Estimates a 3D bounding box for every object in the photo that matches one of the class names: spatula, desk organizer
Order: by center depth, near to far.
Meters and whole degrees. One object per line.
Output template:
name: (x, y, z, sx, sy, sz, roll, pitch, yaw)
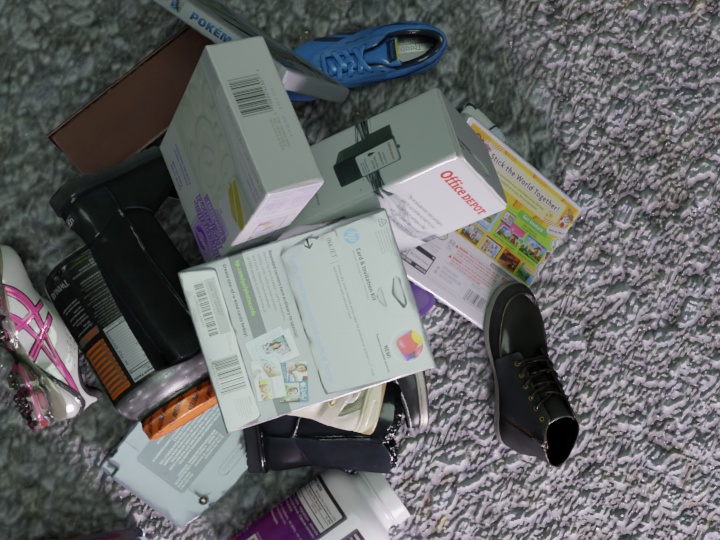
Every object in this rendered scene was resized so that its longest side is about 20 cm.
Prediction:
desk organizer: (-0.220, -0.166, 1.124, 0.200, 0.072, 0.077, -40, 80, -5)
spatula: (0.000, 0.000, 1.142, 0.057, 0.021, 0.200, -37, 54, -22)

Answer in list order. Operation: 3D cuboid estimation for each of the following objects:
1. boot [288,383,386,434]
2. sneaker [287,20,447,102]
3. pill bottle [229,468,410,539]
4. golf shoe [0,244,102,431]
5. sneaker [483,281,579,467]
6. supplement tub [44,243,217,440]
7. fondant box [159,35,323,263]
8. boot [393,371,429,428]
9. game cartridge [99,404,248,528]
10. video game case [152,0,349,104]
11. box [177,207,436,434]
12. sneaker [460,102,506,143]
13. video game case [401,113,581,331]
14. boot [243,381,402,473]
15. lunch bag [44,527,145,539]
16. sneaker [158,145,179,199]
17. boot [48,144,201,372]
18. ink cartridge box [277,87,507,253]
boot: (-0.045, 0.054, 1.037, 0.155, 0.072, 0.200, 9, 97, -8)
sneaker: (-0.003, -0.233, 1.165, 0.200, 0.078, 0.066, -15, 97, -7)
pill bottle: (-0.048, 0.296, 1.165, 0.200, 0.112, 0.112, -34, 98, -6)
golf shoe: (-0.342, 0.064, 1.132, 0.092, 0.073, 0.200, -21, 101, -28)
sneaker: (0.199, 0.114, 1.189, 0.075, 0.106, 0.200, -11, 102, -23)
supplement tub: (-0.226, 0.066, 1.099, 0.123, 0.123, 0.200, -32, 84, -7)
fondant box: (-0.115, -0.099, 0.974, 0.058, 0.200, 0.144, -17, 78, -26)
boot: (-0.015, 0.094, 1.184, 0.154, 0.073, 0.204, -17, 93, -5)
game cartridge: (-0.174, 0.177, 1.178, 0.133, 0.040, 0.200, 40, 86, -6)
video game case: (-0.113, -0.230, 1.061, 0.182, 0.200, 0.022, 36, 103, 10)
box: (-0.049, 0.045, 0.982, 0.200, 0.041, 0.156, -18, 89, -3)
sneaker: (0.068, -0.111, 1.194, 0.200, 0.073, 0.071, -37, 80, -10)
video game case: (0.132, -0.046, 1.183, 0.200, 0.023, 0.182, 34, 91, -31)
boot: (-0.041, 0.123, 1.117, 0.168, 0.076, 0.200, -3, 108, 2)
lunch bag: (-0.304, 0.386, 1.123, 0.170, 0.127, 0.200, -6, 84, -11)
sneaker: (-0.135, -0.112, 1.130, 0.200, 0.112, 0.073, -1, 92, -9)
boot: (-0.186, -0.017, 1.050, 0.165, 0.066, 0.200, -31, 81, -39)
ink cartridge box: (0.025, -0.081, 1.056, 0.200, 0.147, 0.083, -22, 64, 18)
